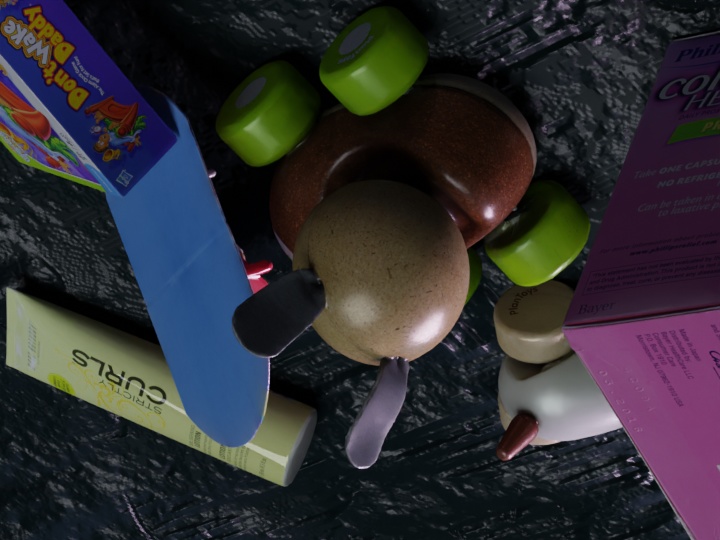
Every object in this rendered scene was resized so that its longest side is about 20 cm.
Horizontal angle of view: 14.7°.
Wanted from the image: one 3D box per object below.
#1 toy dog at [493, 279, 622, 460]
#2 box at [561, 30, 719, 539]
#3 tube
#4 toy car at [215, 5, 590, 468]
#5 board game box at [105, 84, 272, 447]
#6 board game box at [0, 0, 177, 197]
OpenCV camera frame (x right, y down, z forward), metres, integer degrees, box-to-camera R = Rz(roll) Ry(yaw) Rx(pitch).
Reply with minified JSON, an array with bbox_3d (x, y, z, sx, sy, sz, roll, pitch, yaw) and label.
[{"bbox_3d":[0.150,0.073,1.504,0.199,0.097,0.132,-9,131,33],"label":"toy dog"},{"bbox_3d":[0.199,0.012,1.332,0.096,0.200,0.176,-9,130,33],"label":"box"},{"bbox_3d":[-0.125,0.071,1.681,0.199,0.052,0.058,23,100,9],"label":"tube"},{"bbox_3d":[0.000,0.000,1.417,0.157,0.201,0.164,-23,121,42],"label":"toy car"},{"bbox_3d":[-0.079,-0.007,1.501,0.201,0.039,0.158,68,156,9],"label":"board game box"},{"bbox_3d":[-0.196,-0.131,1.446,0.200,0.045,0.134,51,164,-28],"label":"board game box"}]
